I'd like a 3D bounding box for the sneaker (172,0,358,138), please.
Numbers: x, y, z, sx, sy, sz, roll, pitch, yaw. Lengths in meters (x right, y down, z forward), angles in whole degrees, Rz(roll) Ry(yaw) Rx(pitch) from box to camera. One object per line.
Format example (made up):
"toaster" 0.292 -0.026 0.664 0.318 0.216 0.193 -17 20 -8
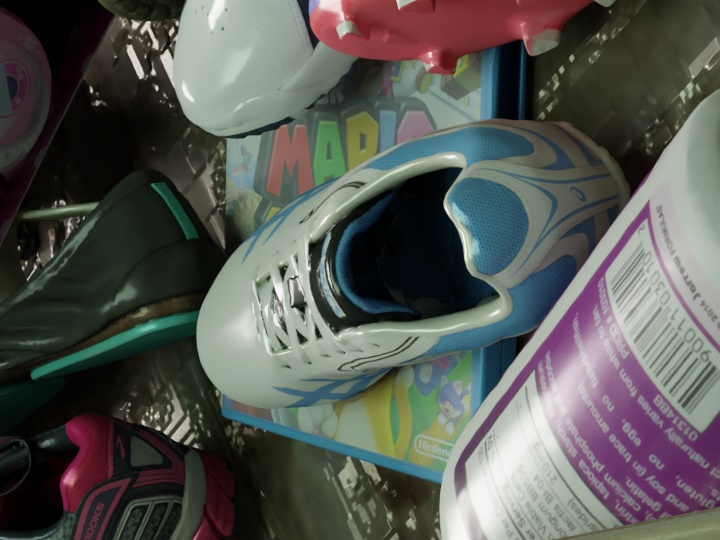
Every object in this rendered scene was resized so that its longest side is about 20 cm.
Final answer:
"sneaker" -0.041 -0.139 0.903 0.200 0.129 0.080 -58 43 24

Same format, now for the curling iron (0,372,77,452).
"curling iron" -0.147 0.070 1.170 0.200 0.025 0.050 -42 25 42

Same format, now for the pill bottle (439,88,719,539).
"pill bottle" 0.089 0.052 0.802 0.113 0.112 0.200 59 136 29

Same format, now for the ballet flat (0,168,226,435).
"ballet flat" -0.125 0.020 1.070 0.200 0.068 0.069 -27 77 34

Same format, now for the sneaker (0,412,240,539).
"sneaker" -0.140 0.098 1.084 0.199 0.075 0.081 -27 50 30

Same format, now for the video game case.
"video game case" 0.002 -0.038 0.978 0.143 0.018 0.201 13 104 51

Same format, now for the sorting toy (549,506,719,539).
"sorting toy" 0.091 0.152 0.743 0.199 0.036 0.186 -14 104 12

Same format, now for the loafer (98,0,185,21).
"loafer" -0.052 -0.182 0.969 0.067 0.076 0.201 44 114 40

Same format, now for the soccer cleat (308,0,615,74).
"soccer cleat" 0.059 -0.121 0.856 0.200 0.066 0.077 -28 57 43

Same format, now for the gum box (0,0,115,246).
"gum box" -0.164 -0.077 1.053 0.113 0.066 0.201 18 76 37

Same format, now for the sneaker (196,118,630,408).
"sneaker" 0.000 0.000 0.914 0.200 0.072 0.072 -24 77 52

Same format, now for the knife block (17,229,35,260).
"knife block" -0.229 -0.031 1.155 0.176 0.199 0.064 -153 62 -80
